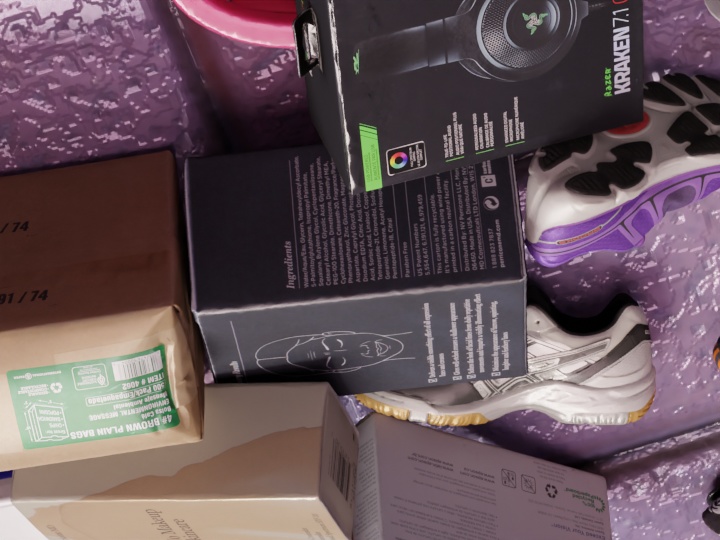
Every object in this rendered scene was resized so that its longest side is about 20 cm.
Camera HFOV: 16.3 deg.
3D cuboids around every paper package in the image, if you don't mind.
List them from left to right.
[{"bbox_3d":[-0.199,0.028,1.529,0.198,0.191,0.104,-9,124,1],"label":"paper package"}]

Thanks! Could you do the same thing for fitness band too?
[{"bbox_3d":[-0.026,-0.201,1.479,0.198,0.038,0.145,0,123,-4],"label":"fitness band"}]

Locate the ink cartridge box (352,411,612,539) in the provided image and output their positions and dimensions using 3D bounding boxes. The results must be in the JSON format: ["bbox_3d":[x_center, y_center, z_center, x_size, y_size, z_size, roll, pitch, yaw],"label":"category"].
[{"bbox_3d":[0.084,0.207,1.635,0.195,0.201,0.043,18,143,-30],"label":"ink cartridge box"}]

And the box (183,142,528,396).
[{"bbox_3d":[0.000,0.000,1.537,0.198,0.108,0.149,-6,155,1],"label":"box"}]

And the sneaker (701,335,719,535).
[{"bbox_3d":[0.268,0.131,1.688,0.112,0.078,0.200,-32,119,16],"label":"sneaker"}]

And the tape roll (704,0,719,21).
[{"bbox_3d":[0.303,-0.195,1.401,0.138,0.203,0.203,26,119,-19],"label":"tape roll"}]

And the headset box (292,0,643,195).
[{"bbox_3d":[0.054,-0.156,1.440,0.198,0.093,0.175,-14,128,-11],"label":"headset box"}]

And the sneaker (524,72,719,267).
[{"bbox_3d":[0.172,-0.059,1.527,0.199,0.081,0.084,-20,142,-31],"label":"sneaker"}]

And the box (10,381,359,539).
[{"bbox_3d":[-0.108,0.121,1.561,0.198,0.078,0.095,-3,155,15],"label":"box"}]

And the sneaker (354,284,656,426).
[{"bbox_3d":[0.093,0.051,1.642,0.198,0.076,0.088,-2,105,-3],"label":"sneaker"}]

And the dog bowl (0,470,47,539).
[{"bbox_3d":[-0.213,0.208,1.713,0.198,0.079,0.201,-2,124,-2],"label":"dog bowl"}]
